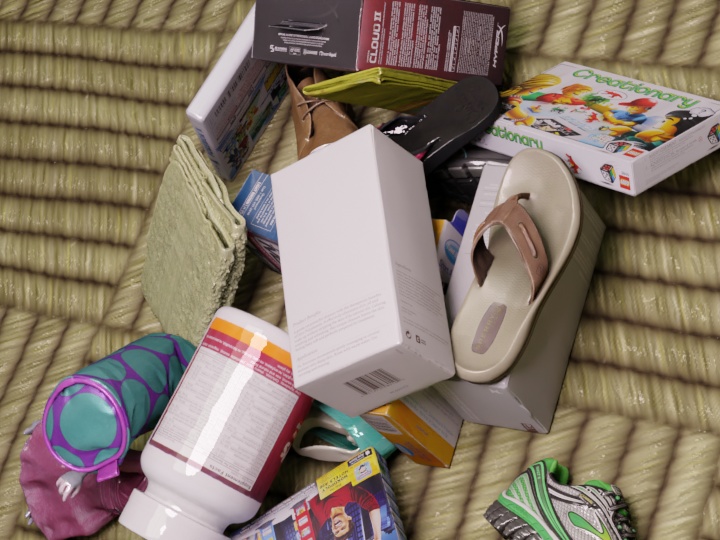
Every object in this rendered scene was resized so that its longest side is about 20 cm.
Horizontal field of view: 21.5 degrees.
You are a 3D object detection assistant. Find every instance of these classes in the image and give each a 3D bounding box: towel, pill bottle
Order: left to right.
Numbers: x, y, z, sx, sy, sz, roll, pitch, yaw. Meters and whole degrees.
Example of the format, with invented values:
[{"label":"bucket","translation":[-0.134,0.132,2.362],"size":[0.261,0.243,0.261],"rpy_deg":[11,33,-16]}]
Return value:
[{"label":"towel","translation":[-0.152,-0.008,1.733],"size":[0.149,0.036,0.201],"rpy_deg":[60,145,38]},{"label":"pill bottle","translation":[-0.115,0.140,1.575],"size":[0.109,0.109,0.201],"rpy_deg":[22,81,37]},{"label":"towel","translation":[0.042,-0.152,1.671],"size":[0.086,0.200,0.018],"rpy_deg":[-13,80,35]}]

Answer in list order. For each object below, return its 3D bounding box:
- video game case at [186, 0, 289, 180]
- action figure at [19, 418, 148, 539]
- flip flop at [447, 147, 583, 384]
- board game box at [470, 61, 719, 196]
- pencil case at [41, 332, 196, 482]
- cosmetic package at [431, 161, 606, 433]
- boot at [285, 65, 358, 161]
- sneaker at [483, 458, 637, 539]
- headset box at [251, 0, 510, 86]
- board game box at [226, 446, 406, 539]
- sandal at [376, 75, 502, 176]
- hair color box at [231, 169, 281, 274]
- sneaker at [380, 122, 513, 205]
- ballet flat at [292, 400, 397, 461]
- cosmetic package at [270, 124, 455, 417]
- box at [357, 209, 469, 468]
[{"label":"video game case","translation":[-0.091,-0.197,1.790],"size":[0.022,0.182,0.201],"rpy_deg":[29,79,12]},{"label":"action figure","translation":[-0.211,0.194,1.702],"size":[0.199,0.134,0.149],"rpy_deg":[1,38,32]},{"label":"flip flop","translation":[0.116,-0.008,1.497],"size":[0.081,0.058,0.201],"rpy_deg":[14,72,33]},{"label":"board game box","translation":[0.201,-0.123,1.603],"size":[0.126,0.035,0.200],"rpy_deg":[-28,32,-31]},{"label":"pencil case","translation":[-0.198,0.114,1.637],"size":[0.085,0.200,0.093],"rpy_deg":[-21,92,20]},{"label":"cosmetic package","translation":[0.130,0.023,1.574],"size":[0.090,0.107,0.201],"rpy_deg":[9,67,31]},{"label":"boot","translation":[-0.039,-0.134,1.739],"size":[0.073,0.076,0.200],"rpy_deg":[-25,31,4]},{"label":"sneaker","translation":[0.185,0.207,1.454],"size":[0.200,0.078,0.085],"rpy_deg":[32,82,40]},{"label":"headset box","translation":[0.011,-0.213,1.689],"size":[0.148,0.199,0.078],"rpy_deg":[13,100,47]},{"label":"board game box","translation":[-0.036,0.276,1.528],"size":[0.200,0.062,0.200],"rpy_deg":[-33,41,15]},{"label":"sandal","translation":[0.031,-0.102,1.617],"size":[0.200,0.045,0.075],"rpy_deg":[-40,50,5]},{"label":"hair color box","translation":[-0.018,-0.018,1.689],"size":[0.199,0.100,0.061],"rpy_deg":[21,74,37]},{"label":"sneaker","translation":[0.080,-0.103,1.695],"size":[0.199,0.075,0.080],"rpy_deg":[1,61,32]},{"label":"ballet flat","translation":[-0.051,0.122,1.644],"size":[0.199,0.068,0.070],"rpy_deg":[17,54,35]},{"label":"cosmetic package","translation":[0.000,0.000,1.512],"size":[0.107,0.085,0.201],"rpy_deg":[-23,56,28]},{"label":"box","translation":[0.062,0.051,1.591],"size":[0.041,0.119,0.201],"rpy_deg":[2,65,32]}]
